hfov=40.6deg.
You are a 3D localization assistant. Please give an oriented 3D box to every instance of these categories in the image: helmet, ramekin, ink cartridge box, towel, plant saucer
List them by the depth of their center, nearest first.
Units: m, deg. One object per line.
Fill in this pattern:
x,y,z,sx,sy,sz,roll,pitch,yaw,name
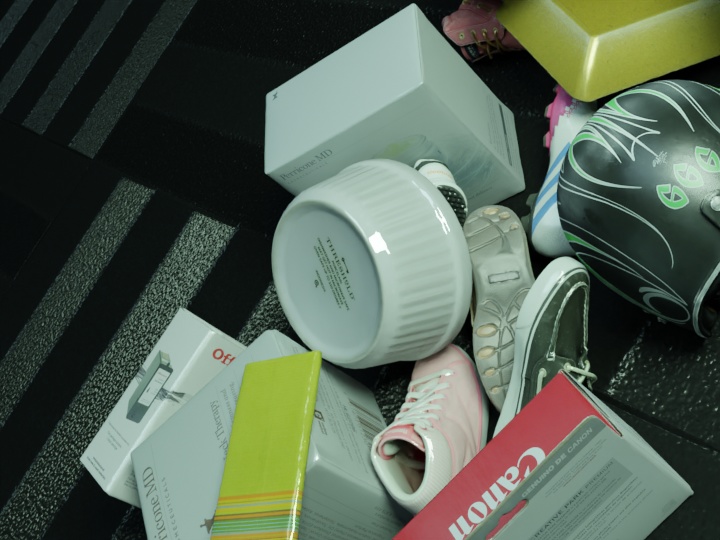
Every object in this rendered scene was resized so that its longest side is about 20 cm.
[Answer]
0.126,0.184,0.743,0.200,0.175,0.084,-46,41,6,ink cartridge box
0.256,-0.061,0.801,0.200,0.200,0.191,-47,58,6,helmet
-0.078,0.165,0.817,0.086,0.018,0.201,-12,55,29,towel
0.000,0.000,0.918,0.202,0.094,0.203,21,119,43,ramekin
0.260,-0.264,0.966,0.199,0.049,0.200,-20,43,-7,plant saucer
-0.182,0.165,1.065,0.084,0.145,0.200,26,81,50,ink cartridge box

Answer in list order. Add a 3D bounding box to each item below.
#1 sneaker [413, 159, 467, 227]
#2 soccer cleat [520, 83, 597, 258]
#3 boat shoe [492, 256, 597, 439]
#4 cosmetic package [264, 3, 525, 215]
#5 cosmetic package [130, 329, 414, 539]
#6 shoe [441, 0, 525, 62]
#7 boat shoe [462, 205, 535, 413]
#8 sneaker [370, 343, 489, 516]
0.058,-0.024,0.994,0.080,0.073,0.200,-96,22,-51,sneaker
0.220,-0.103,0.950,0.086,0.070,0.201,4,70,33,soccer cleat
0.167,0.090,0.816,0.064,0.071,0.201,28,115,47,boat shoe
0.036,-0.138,1.036,0.199,0.200,0.123,-26,47,28,cosmetic package
-0.082,0.202,0.930,0.200,0.166,0.168,-41,43,13,cosmetic package
0.161,-0.270,1.117,0.091,0.071,0.200,-43,36,13,shoe
0.139,0.040,0.918,0.075,0.072,0.201,-4,70,6,boat shoe
0.062,0.138,0.891,0.075,0.105,0.201,-26,46,30,sneaker
